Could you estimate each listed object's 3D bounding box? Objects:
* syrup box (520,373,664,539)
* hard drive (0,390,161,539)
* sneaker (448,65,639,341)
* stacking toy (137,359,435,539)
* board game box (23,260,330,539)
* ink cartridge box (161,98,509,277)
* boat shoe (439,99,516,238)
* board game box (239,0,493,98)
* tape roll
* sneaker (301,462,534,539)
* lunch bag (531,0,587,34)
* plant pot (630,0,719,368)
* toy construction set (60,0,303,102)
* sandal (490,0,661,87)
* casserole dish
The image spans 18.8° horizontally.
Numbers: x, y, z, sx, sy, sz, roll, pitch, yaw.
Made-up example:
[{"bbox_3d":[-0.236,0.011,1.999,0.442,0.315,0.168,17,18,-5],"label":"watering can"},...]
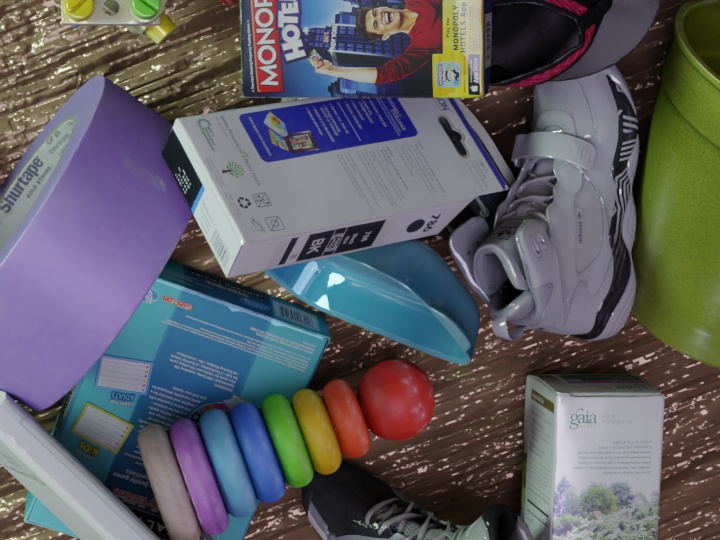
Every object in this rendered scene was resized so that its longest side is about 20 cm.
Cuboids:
[{"bbox_3d":[0.159,0.175,1.518,0.078,0.081,0.202,0,96,-11],"label":"syrup box"},{"bbox_3d":[-0.185,0.150,1.421,0.200,0.132,0.026,46,74,-19],"label":"hard drive"},{"bbox_3d":[0.119,-0.051,1.396,0.114,0.075,0.202,-7,96,-44],"label":"sneaker"},{"bbox_3d":[-0.044,0.114,1.456,0.198,0.085,0.086,-19,111,-6],"label":"stacking toy"},{"bbox_3d":[-0.128,0.101,1.503,0.150,0.047,0.201,20,107,-13],"label":"board game box"},{"bbox_3d":[-0.014,-0.060,1.336,0.199,0.100,0.039,-12,148,-32],"label":"ink cartridge box"},{"bbox_3d":[0.056,-0.059,1.446,0.062,0.075,0.200,-51,118,-20],"label":"boat shoe"},{"bbox_3d":[-0.020,-0.206,1.306,0.198,0.062,0.202,2,100,11],"label":"board game box"},{"bbox_3d":[-0.185,-0.018,1.372,0.085,0.200,0.200,35,103,-17],"label":"tape roll"},{"bbox_3d":[0.056,0.178,1.491,0.200,0.075,0.116,39,136,9],"label":"sneaker"},{"bbox_3d":[0.080,-0.240,1.380,0.175,0.082,0.201,-20,110,1],"label":"lunch bag"},{"bbox_3d":[0.262,-0.044,1.424,0.199,0.201,0.194,15,119,-11],"label":"plant pot"},{"bbox_3d":[-0.083,-0.174,1.383,0.199,0.092,0.132,27,81,-22],"label":"toy construction set"},{"bbox_3d":[0.096,-0.145,1.352,0.198,0.045,0.076,-14,107,-7],"label":"sandal"},{"bbox_3d":[0.000,0.000,1.418,0.039,0.199,0.121,-57,139,-14],"label":"casserole dish"}]
